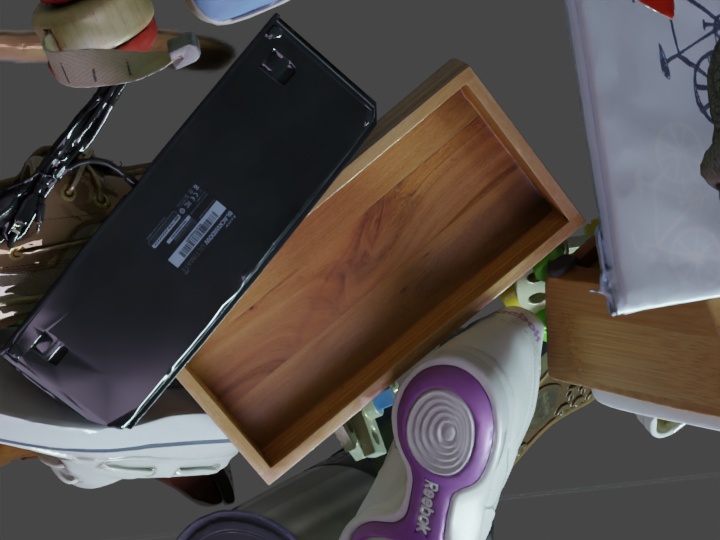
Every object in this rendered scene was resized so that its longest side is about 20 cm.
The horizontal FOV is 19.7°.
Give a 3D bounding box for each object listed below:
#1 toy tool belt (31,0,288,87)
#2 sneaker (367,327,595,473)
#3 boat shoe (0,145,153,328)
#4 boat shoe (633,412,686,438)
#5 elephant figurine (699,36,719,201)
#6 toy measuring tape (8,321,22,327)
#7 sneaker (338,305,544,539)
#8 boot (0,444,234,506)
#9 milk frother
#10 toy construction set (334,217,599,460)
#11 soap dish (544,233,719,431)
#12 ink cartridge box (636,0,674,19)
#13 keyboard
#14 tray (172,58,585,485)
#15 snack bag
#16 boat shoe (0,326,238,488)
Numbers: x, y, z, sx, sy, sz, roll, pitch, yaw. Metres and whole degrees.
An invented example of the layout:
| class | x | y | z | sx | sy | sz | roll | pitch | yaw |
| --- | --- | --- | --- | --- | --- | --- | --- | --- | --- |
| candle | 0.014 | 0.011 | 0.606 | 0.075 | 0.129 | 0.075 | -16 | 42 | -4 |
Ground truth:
| class | x | y | z | sx | sy | sz | roll | pitch | yaw |
| --- | --- | --- | --- | --- | --- | --- | --- | --- | --- |
| toy tool belt | -0.052 | -0.165 | 0.788 | 0.199 | 0.125 | 0.123 | -23 | 115 | 4 |
| sneaker | 0.079 | 0.051 | 1.176 | 0.200 | 0.090 | 0.067 | -40 | 144 | -22 |
| boat shoe | -0.143 | -0.022 | 0.969 | 0.199 | 0.074 | 0.067 | -19 | 123 | -10 |
| boat shoe | 0.239 | 0.033 | 1.199 | 0.202 | 0.086 | 0.075 | -36 | 143 | 19 |
| elephant figurine | 0.198 | -0.140 | 0.833 | 0.141 | 0.201 | 0.155 | -3 | 143 | -19 |
| toy measuring tape | -0.169 | 0.017 | 1.024 | 0.199 | 0.074 | 0.074 | -30 | 146 | 2 |
| sneaker | 0.050 | 0.103 | 1.048 | 0.100 | 0.075 | 0.200 | -45 | 161 | -47 |
| boot | -0.182 | 0.102 | 1.133 | 0.199 | 0.069 | 0.188 | -22 | 146 | 9 |
| milk frother | -0.002 | 0.217 | 1.192 | 0.181 | 0.200 | 0.188 | -55 | 163 | 29 |
| toy construction set | 0.042 | 0.012 | 1.092 | 0.200 | 0.092 | 0.131 | -34 | 144 | 6 |
| soap dish | 0.198 | -0.012 | 1.016 | 0.200 | 0.157 | 0.081 | -40 | 112 | -21 |
| ink cartridge box | 0.055 | -0.196 | 0.725 | 0.199 | 0.163 | 0.057 | 16 | 150 | -38 |
| keyboard | -0.094 | -0.033 | 0.940 | 0.127 | 0.021 | 0.200 | 40 | 88 | -26 |
| tray | 0.000 | 0.000 | 1.000 | 0.200 | 0.037 | 0.099 | -40 | 107 | -1 |
| snack bag | 0.183 | -0.085 | 0.932 | 0.199 | 0.189 | 0.021 | -7 | 176 | -21 |
| boat shoe | -0.129 | 0.074 | 1.019 | 0.200 | 0.072 | 0.066 | 1 | 130 | -50 |
